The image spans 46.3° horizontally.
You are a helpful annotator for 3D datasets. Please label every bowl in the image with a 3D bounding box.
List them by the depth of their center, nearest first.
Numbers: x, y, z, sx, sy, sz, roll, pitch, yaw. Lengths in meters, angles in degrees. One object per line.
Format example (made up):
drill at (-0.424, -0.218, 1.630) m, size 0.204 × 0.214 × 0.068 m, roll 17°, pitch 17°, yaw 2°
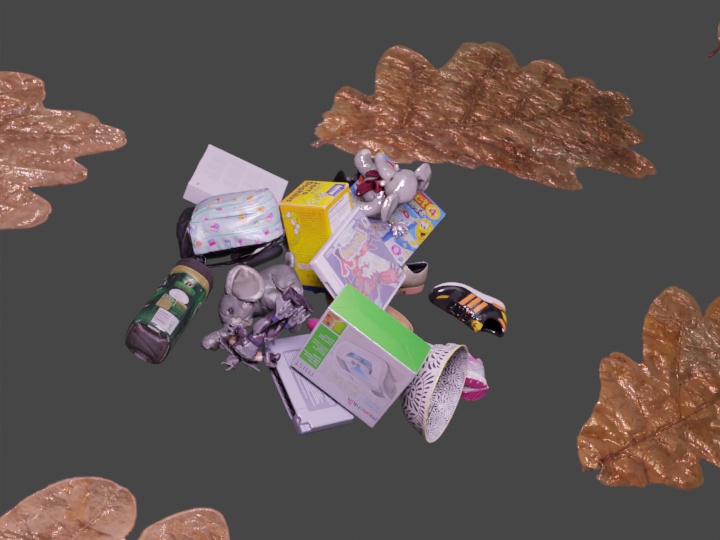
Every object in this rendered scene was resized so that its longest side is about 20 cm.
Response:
bowl at (0.130, 0.226, 1.652) m, size 0.093 × 0.203 × 0.201 m, roll 18°, pitch 36°, yaw 23°

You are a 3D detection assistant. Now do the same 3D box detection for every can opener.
can opener at (-0.188, -0.057, 1.795) m, size 0.199 × 0.067 × 0.053 m, roll -27°, pitch 69°, yaw -39°

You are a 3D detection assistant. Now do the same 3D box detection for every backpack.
backpack at (-0.254, -0.089, 1.660) m, size 0.198 × 0.128 × 0.167 m, roll -10°, pitch 22°, yaw 3°

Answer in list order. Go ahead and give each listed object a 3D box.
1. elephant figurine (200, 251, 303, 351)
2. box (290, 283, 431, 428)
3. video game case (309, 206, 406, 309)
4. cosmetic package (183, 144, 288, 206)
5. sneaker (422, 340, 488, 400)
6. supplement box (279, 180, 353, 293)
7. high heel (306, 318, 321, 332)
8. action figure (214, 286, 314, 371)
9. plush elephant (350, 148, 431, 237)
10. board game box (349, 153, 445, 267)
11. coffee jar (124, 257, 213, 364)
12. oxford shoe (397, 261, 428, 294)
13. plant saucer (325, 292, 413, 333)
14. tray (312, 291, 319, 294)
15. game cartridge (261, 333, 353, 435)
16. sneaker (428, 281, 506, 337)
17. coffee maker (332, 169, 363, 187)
elephant figurine at (-0.214, 0.058, 1.629) m, size 0.198 × 0.143 × 0.155 m, roll -3°, pitch 21°, yaw -13°
box at (0.000, 0.158, 1.565) m, size 0.199 × 0.177 × 0.097 m, roll 37°, pitch 36°, yaw 2°
video game case at (0.000, 0.000, 1.656) m, size 0.183 × 0.023 × 0.200 m, roll 55°, pitch 41°, yaw -17°
cosmetic package at (-0.273, -0.178, 1.862) m, size 0.198 × 0.052 × 0.152 m, roll 25°, pitch 40°, yaw -9°
sneaker at (0.179, 0.195, 1.774) m, size 0.199 × 0.081 × 0.089 m, roll 30°, pitch 37°, yaw -13°
supplement box at (-0.077, -0.068, 1.717) m, size 0.108 × 0.202 × 0.109 m, roll 6°, pitch 33°, yaw 27°
high heel at (-0.032, 0.175, 1.675) m, size 0.199 × 0.067 × 0.097 m, roll 31°, pitch 64°, yaw -8°
action figure at (-0.181, 0.116, 1.548) m, size 0.130 × 0.200 × 0.070 m, roll 40°, pitch 10°, yaw -44°
plush elephant at (0.053, -0.173, 1.742) m, size 0.200 × 0.155 × 0.165 m, roll 44°, pitch 55°, yaw 0°
board game box at (0.059, -0.124, 1.851) m, size 0.200 × 0.056 × 0.196 m, roll 43°, pitch 55°, yaw -2°
coffee jar at (-0.346, 0.069, 1.544) m, size 0.085 × 0.105 × 0.201 m, roll 32°, pitch 41°, yaw -5°
oxford shoe at (0.068, 0.013, 1.863) m, size 0.199 × 0.074 × 0.071 m, roll -10°, pitch 41°, yaw -41°
plant saucer at (0.012, 0.098, 1.743) m, size 0.198 × 0.036 × 0.200 m, roll 22°, pitch 16°, yaw -6°
tray at (-0.058, -0.007, 1.854) m, size 0.199 × 0.022 × 0.108 m, roll -18°, pitch 63°, yaw -41°
game cartridge at (-0.096, 0.215, 1.612) m, size 0.132 × 0.041 × 0.201 m, roll -7°, pitch 55°, yaw -32°
sneaker at (0.248, 0.093, 1.910) m, size 0.198 × 0.070 × 0.091 m, roll 19°, pitch 40°, yaw -18°
coffee maker at (0.039, -0.128, 1.962) m, size 0.198 × 0.135 × 0.194 m, roll 6°, pitch 63°, yaw -26°
